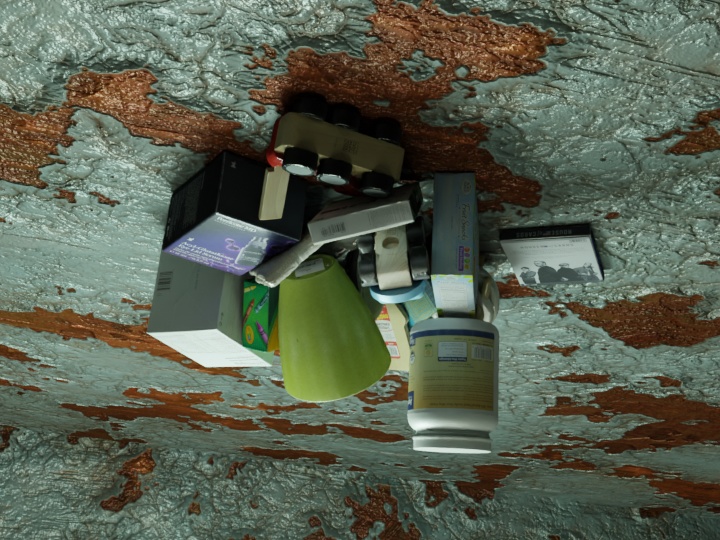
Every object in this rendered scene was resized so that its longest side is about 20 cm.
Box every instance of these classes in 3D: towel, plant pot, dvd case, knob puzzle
[{"bbox_3d":[0.076,0.023,1.746,0.022,0.147,0.200,-29,173,-24],"label":"towel"},{"bbox_3d":[-0.063,0.082,1.678,0.187,0.187,0.201,-5,116,22],"label":"plant pot"},{"bbox_3d":[0.329,-0.022,1.729,0.150,0.025,0.200,-3,156,19],"label":"dvd case"},{"bbox_3d":[-0.111,-0.026,1.612,0.034,0.133,0.200,48,173,-11],"label":"towel"},{"bbox_3d":[0.017,0.081,1.839,0.030,0.220,0.219,-29,-176,-41],"label":"knob puzzle"}]

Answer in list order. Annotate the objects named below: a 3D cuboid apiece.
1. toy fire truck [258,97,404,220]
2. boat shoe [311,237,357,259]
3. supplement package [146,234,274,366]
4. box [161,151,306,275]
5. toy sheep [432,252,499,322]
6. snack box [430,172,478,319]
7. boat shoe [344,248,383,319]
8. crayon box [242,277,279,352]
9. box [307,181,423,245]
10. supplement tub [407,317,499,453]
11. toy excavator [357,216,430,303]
[{"bbox_3d":[-0.058,-0.137,1.421,0.176,0.129,0.200,14,168,-23],"label":"toy fire truck"},{"bbox_3d":[-0.024,-0.057,1.650,0.057,0.067,0.200,33,155,-20],"label":"boat shoe"},{"bbox_3d":[-0.252,0.052,1.802,0.147,0.192,0.200,-4,156,23],"label":"supplement package"},{"bbox_3d":[-0.197,-0.084,1.577,0.148,0.105,0.200,18,155,-28],"label":"box"},{"bbox_3d":[0.177,0.044,1.751,0.137,0.200,0.138,2,116,3],"label":"toy sheep"},{"bbox_3d":[0.147,-0.030,1.553,0.067,0.169,0.200,0,158,9],"label":"snack box"},{"bbox_3d":[0.000,0.000,1.729,0.060,0.072,0.202,27,134,31],"label":"boat shoe"},{"bbox_3d":[-0.124,0.062,1.781,0.058,0.119,0.200,10,-165,31],"label":"crayon box"},{"bbox_3d":[0.012,-0.084,1.454,0.144,0.036,0.200,-12,-169,10],"label":"box"},{"bbox_3d":[0.146,0.183,1.597,0.144,0.201,0.144,3,167,1],"label":"supplement tub"},{"bbox_3d":[0.058,0.002,1.535,0.100,0.195,0.200,-7,134,6],"label":"toy excavator"}]
